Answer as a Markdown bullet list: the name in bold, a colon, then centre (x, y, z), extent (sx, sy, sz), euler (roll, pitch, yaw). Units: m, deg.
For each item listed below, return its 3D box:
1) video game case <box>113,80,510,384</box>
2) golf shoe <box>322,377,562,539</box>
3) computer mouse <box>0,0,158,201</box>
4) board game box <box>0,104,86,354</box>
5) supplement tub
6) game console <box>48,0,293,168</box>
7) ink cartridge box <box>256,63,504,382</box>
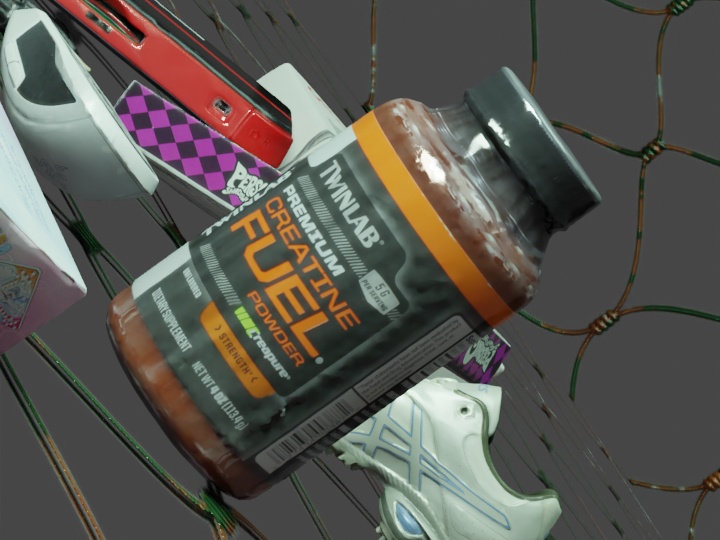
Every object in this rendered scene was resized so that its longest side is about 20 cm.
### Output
- **video game case**: centre (-0.026, -0.016, 1.478), extent (0.200, 0.036, 0.181), euler (33, -4, 23)
- **golf shoe**: centre (0.025, 0.075, 1.426), extent (0.200, 0.097, 0.078), euler (53, 8, 1)
- **computer mouse**: centre (-0.144, -0.082, 1.241), extent (0.110, 0.044, 0.200), euler (57, -1, -30)
- **board game box**: centre (-0.189, -0.095, 0.933), extent (0.199, 0.043, 0.200), euler (48, 9, -46)
- **supplement tub**: centre (0.000, 0.000, 1.139), extent (0.107, 0.200, 0.107), euler (53, 6, -8)
- **game console**: centre (-0.121, -0.135, 1.581), extent (0.200, 0.031, 0.177), euler (40, 5, -7)
- **ink cartridge box**: centre (-0.010, -0.014, 1.698), extent (0.147, 0.083, 0.200), euler (47, 9, -47)
